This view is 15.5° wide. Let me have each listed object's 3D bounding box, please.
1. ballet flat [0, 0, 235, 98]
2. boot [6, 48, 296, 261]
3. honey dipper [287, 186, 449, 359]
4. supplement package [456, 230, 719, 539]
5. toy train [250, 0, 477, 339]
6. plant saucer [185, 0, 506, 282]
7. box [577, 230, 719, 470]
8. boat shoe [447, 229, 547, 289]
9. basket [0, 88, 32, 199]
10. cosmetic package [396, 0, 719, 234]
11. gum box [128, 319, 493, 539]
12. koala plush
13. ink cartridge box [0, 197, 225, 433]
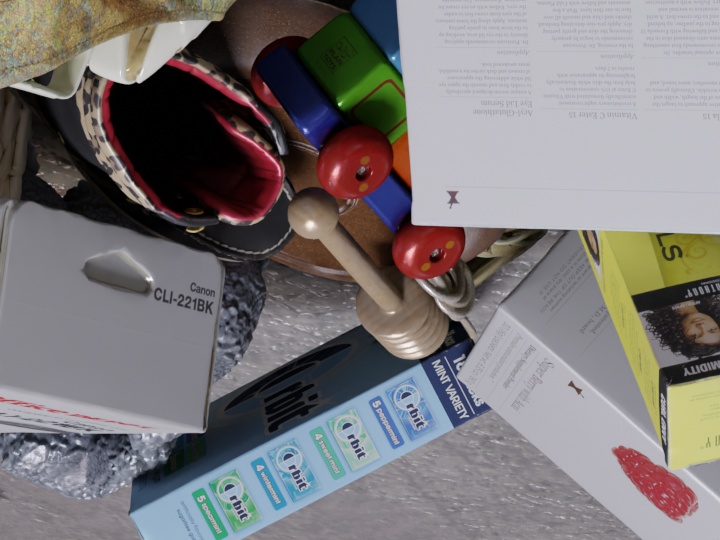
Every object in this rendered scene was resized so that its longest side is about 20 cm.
[{"bbox_3d":[-0.100,-0.099,0.991,0.071,0.071,0.200,1,-170,27],"label":"ballet flat"},{"bbox_3d":[-0.077,-0.053,1.149,0.200,0.073,0.151,46,174,-33],"label":"boot"},{"bbox_3d":[0.000,0.000,1.216,0.038,0.038,0.200,5,166,18],"label":"honey dipper"},{"bbox_3d":[0.167,0.061,1.302,0.200,0.120,0.121,41,160,7],"label":"supplement package"},{"bbox_3d":[0.048,-0.056,1.173,0.116,0.085,0.200,-39,138,5],"label":"toy train"},{"bbox_3d":[-0.023,-0.054,1.271,0.200,0.032,0.200,17,148,11],"label":"plant saucer"},{"bbox_3d":[0.132,-0.011,1.071,0.075,0.200,0.050,-11,132,-3],"label":"box"},{"bbox_3d":[0.051,-0.018,1.353,0.073,0.063,0.201,18,159,-17],"label":"boat shoe"},{"bbox_3d":[-0.249,-0.084,1.232,0.123,0.136,0.200,14,167,-38],"label":"basket"},{"bbox_3d":[0.113,-0.092,1.006,0.200,0.151,0.052,3,-167,25],"label":"cosmetic package"},{"bbox_3d":[-0.028,0.084,1.442,0.200,0.045,0.170,-28,-171,0],"label":"gum box"},{"bbox_3d":[-0.167,-0.001,1.382,0.200,0.178,0.184,29,157,-18],"label":"koala plush"},{"bbox_3d":[-0.182,0.024,1.189,0.200,0.084,0.144,-4,167,38],"label":"ink cartridge box"}]
